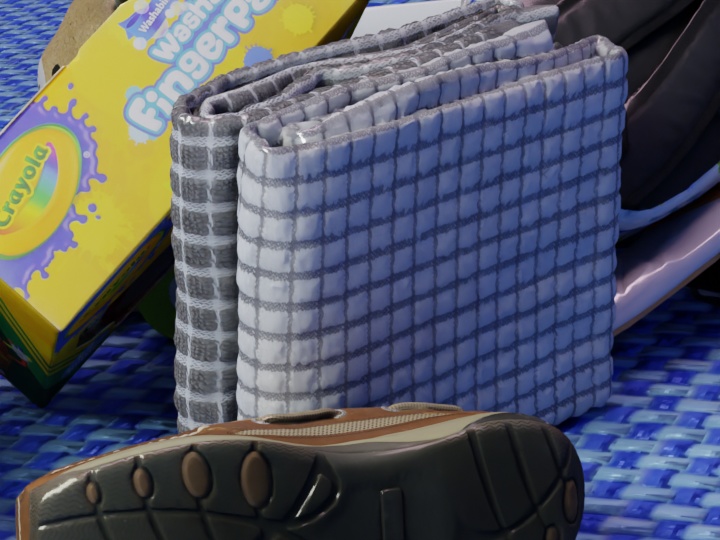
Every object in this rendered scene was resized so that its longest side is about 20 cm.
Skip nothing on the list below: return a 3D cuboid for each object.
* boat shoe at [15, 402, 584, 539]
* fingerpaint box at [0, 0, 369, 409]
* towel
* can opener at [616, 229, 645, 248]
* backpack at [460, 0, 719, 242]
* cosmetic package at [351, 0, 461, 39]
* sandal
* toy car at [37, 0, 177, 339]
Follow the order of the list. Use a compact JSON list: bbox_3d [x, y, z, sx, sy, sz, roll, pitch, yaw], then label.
[{"bbox_3d":[-0.023,0.084,0.838,0.198,0.076,0.074,-2,10,-22],"label":"boat shoe"},{"bbox_3d":[-0.086,-0.051,0.992,0.200,0.073,0.167,-49,-2,-17],"label":"fingerpaint box"},{"bbox_3d":[0.013,-0.008,0.940,0.085,0.167,0.199,21,31,41],"label":"towel"},{"bbox_3d":[0.055,-0.027,1.180,0.198,0.079,0.063,4,9,-5],"label":"can opener"},{"bbox_3d":[0.112,-0.091,1.103,0.153,0.163,0.200,-32,15,40],"label":"backpack"},{"bbox_3d":[0.003,-0.088,1.259,0.149,0.052,0.200,-8,-10,-9],"label":"cosmetic package"},{"bbox_3d":[0.159,0.001,1.087,0.206,0.060,0.079,-35,12,-21],"label":"sandal"},{"bbox_3d":[-0.127,-0.082,1.152,0.156,0.202,0.164,-5,17,-5],"label":"toy car"}]
